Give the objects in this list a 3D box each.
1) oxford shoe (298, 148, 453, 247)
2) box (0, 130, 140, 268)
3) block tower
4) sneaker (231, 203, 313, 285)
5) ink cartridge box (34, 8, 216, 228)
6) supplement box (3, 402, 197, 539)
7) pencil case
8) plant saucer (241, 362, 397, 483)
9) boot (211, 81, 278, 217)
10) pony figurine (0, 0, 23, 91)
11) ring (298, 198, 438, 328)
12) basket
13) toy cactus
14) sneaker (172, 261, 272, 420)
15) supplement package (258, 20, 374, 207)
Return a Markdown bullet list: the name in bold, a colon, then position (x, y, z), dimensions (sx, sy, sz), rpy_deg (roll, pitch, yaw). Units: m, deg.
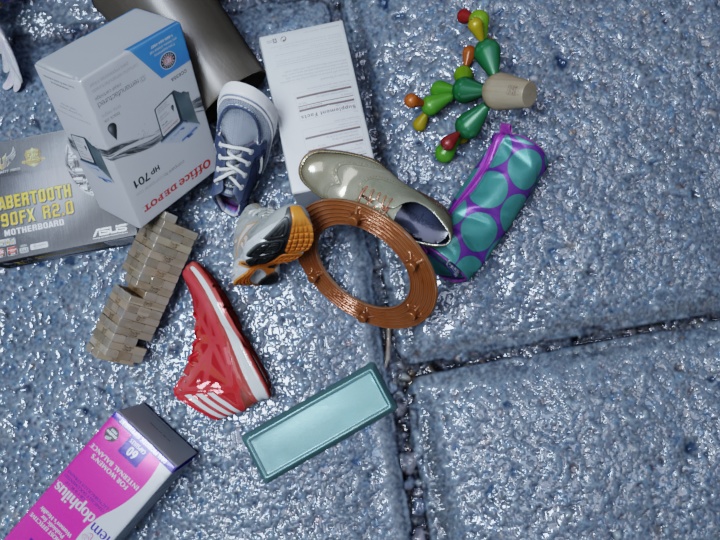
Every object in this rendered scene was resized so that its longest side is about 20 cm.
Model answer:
- **oxford shoe**: position (0.022, -0.085, 0.784), dimensions (0.198, 0.074, 0.071), rpy_deg (21, 103, -8)
- **box**: position (-0.395, -0.100, 0.900), dimensions (0.198, 0.048, 0.160), rpy_deg (-10, 84, -1)
- **block tower**: position (-0.276, 0.021, 0.866), dimensions (0.054, 0.058, 0.202), rpy_deg (22, 89, 44)
- **sneaker**: position (-0.119, -0.049, 0.827), dimensions (0.075, 0.200, 0.093), rpy_deg (-2, 72, -29)
- **ink cartridge box**: position (-0.262, -0.176, 0.799), dimensions (0.085, 0.201, 0.147), rpy_deg (23, 53, 28)
- **supplement box**: position (-0.312, 0.275, 0.829), dimensions (0.101, 0.103, 0.200), rpy_deg (40, 87, 4)
- **pencil case**: position (0.154, -0.082, 0.875), dimensions (0.092, 0.085, 0.201), rpy_deg (40, 82, -31)
- **plant saucer**: position (-0.053, 0.197, 0.879), dimensions (0.199, 0.019, 0.070), rpy_deg (-29, 84, -2)
- **boot**: position (-0.145, -0.138, 0.822), dimensions (0.072, 0.200, 0.091), rpy_deg (16, 71, 0)
- **pony figurine**: position (-0.497, -0.359, 0.878), dimensions (0.165, 0.193, 0.201), rpy_deg (26, 65, 0)
- **ring**: position (0.000, 0.000, 0.820), dimensions (0.200, 0.201, 0.019), rpy_deg (35, 53, 5)
- **basket**: position (-0.226, -0.301, 0.874), dimensions (0.136, 0.180, 0.201), rpy_deg (-39, 94, -15)
- **toy cactus**: position (0.146, -0.237, 0.867), dimensions (0.164, 0.102, 0.202), rpy_deg (21, 90, 47)
- **sneaker**: position (-0.204, 0.097, 0.862), dimensions (0.115, 0.078, 0.201), rpy_deg (-29, 83, -4)
- **supplement package**: position (-0.053, -0.194, 0.877), dimensions (0.108, 0.114, 0.202), rpy_deg (-13, 85, -2)
